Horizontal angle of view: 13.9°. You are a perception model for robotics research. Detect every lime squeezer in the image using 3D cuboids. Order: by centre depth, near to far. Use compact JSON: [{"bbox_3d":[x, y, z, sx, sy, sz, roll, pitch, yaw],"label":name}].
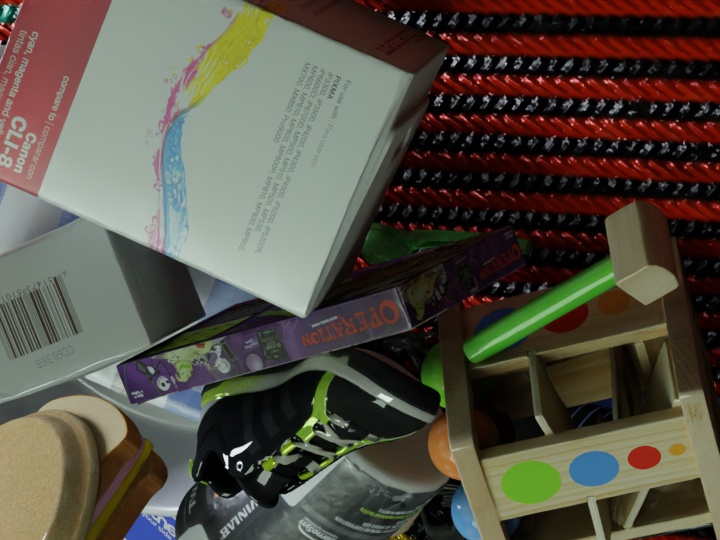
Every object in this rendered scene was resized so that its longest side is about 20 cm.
[{"bbox_3d":[0.000,0.000,1.712,0.200,0.071,0.038,-25,129,12],"label":"lime squeezer"}]

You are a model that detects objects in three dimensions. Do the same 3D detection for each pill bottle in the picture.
[{"bbox_3d":[-0.041,0.143,1.772,0.106,0.106,0.200,37,124,-11],"label":"pill bottle"}]

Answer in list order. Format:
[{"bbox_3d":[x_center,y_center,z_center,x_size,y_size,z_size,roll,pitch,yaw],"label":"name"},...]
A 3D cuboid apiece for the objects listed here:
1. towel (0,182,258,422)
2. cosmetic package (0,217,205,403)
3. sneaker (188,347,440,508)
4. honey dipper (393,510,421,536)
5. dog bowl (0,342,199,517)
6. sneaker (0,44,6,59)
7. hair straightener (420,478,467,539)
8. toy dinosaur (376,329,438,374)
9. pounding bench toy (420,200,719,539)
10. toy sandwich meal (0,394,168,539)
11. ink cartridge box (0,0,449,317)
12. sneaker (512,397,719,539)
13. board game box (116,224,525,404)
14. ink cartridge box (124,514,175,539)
[{"bbox_3d":[-0.145,-0.005,1.751,0.200,0.147,0.024,23,-176,4],"label":"towel"},{"bbox_3d":[-0.162,0.017,1.643,0.113,0.200,0.081,-21,92,5],"label":"cosmetic package"},{"bbox_3d":[-0.029,0.095,1.628,0.072,0.083,0.200,28,159,-27],"label":"sneaker"},{"bbox_3d":[0.009,0.168,1.897,0.038,0.038,0.200,27,159,2],"label":"honey dipper"},{"bbox_3d":[-0.147,0.062,1.864,0.200,0.079,0.200,18,142,14],"label":"dog bowl"},{"bbox_3d":[-0.169,-0.085,1.683,0.200,0.088,0.075,10,99,13],"label":"sneaker"},{"bbox_3d":[0.096,0.135,1.840,0.200,0.041,0.077,-6,131,43],"label":"hair straightener"},{"bbox_3d":[0.012,0.070,1.804,0.088,0.047,0.200,5,135,37],"label":"toy dinosaur"},{"bbox_3d":[0.108,0.056,1.613,0.156,0.124,0.200,-12,133,8],"label":"pounding bench toy"},{"bbox_3d":[-0.204,0.170,1.804,0.070,0.205,0.205,34,145,-31],"label":"toy sandwich meal"},{"bbox_3d":[-0.075,-0.088,1.546,0.200,0.145,0.145,24,103,5],"label":"ink cartridge box"},{"bbox_3d":[0.140,0.117,1.732,0.200,0.078,0.070,-2,133,23],"label":"sneaker"},{"bbox_3d":[-0.022,0.024,1.599,0.200,0.120,0.032,-16,101,37],"label":"board game box"},{"bbox_3d":[-0.079,0.209,1.969,0.200,0.044,0.094,41,148,20],"label":"ink cartridge box"}]
